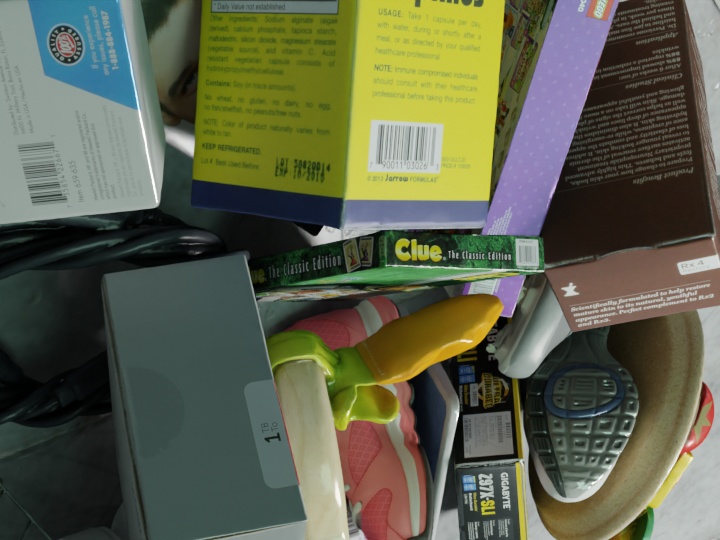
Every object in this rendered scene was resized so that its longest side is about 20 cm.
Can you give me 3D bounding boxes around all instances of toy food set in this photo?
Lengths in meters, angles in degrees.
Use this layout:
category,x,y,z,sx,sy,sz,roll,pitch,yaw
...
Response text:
category,x,y,z,sx,sy,sz,roll,pitch,yaw
toy food set,0.181,0.103,1.102,0.049,0.200,0.198,24,110,-19

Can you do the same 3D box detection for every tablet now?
category,x,y,z,sx,sy,sz,roll,pitch,yaw
tablet,0.029,0.137,1.043,0.014,0.130,0.200,0,118,-18

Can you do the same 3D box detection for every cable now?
category,x,y,z,sx,sy,sz,roll,pitch,yaw
cable,-0.149,0.028,0.853,0.200,0.051,0.163,7,128,-33

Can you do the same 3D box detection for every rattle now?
category,x,y,z,sx,sy,sz,roll,pitch,yaw
rattle,0.014,0.126,0.889,0.143,0.130,0.200,-10,85,-23

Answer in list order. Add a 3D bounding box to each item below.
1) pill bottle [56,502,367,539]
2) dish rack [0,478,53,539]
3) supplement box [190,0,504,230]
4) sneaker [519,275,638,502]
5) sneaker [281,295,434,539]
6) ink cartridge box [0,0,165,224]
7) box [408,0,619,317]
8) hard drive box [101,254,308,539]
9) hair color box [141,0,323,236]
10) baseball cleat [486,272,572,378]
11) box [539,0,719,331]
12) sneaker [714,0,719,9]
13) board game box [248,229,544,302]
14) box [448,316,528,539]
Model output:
category,x,y,z,sx,sy,sz,roll,pitch,yaw
pill bottle,-0.087,0.180,0.987,0.200,0.111,0.112,-12,124,-32
dish rack,-0.223,0.191,0.859,0.153,0.055,0.200,-41,98,-6
supplement box,-0.004,-0.124,0.776,0.109,0.109,0.200,-3,100,-47
sneaker,0.142,0.085,1.069,0.074,0.200,0.087,9,129,0
sneaker,-0.006,0.113,0.970,0.087,0.200,0.074,-7,149,-5
ink cartridge box,-0.198,-0.083,0.728,0.200,0.067,0.116,-5,126,1
box,0.083,-0.092,0.930,0.039,0.137,0.200,9,112,-19
hard drive box,-0.086,0.115,0.831,0.077,0.156,0.200,-8,147,-11
hair color box,-0.072,-0.107,0.852,0.200,0.061,0.099,32,94,-45
baseball cleat,0.164,0.003,1.043,0.200,0.106,0.070,-59,-179,-29
box,0.162,-0.069,0.953,0.100,0.200,0.075,-11,139,18
sneaker,0.294,-0.244,1.043,0.146,0.081,0.200,-44,130,-2
board game box,0.000,0.000,0.889,0.105,0.200,0.024,4,82,-34
box,0.090,0.149,1.078,0.049,0.160,0.200,-5,126,3
